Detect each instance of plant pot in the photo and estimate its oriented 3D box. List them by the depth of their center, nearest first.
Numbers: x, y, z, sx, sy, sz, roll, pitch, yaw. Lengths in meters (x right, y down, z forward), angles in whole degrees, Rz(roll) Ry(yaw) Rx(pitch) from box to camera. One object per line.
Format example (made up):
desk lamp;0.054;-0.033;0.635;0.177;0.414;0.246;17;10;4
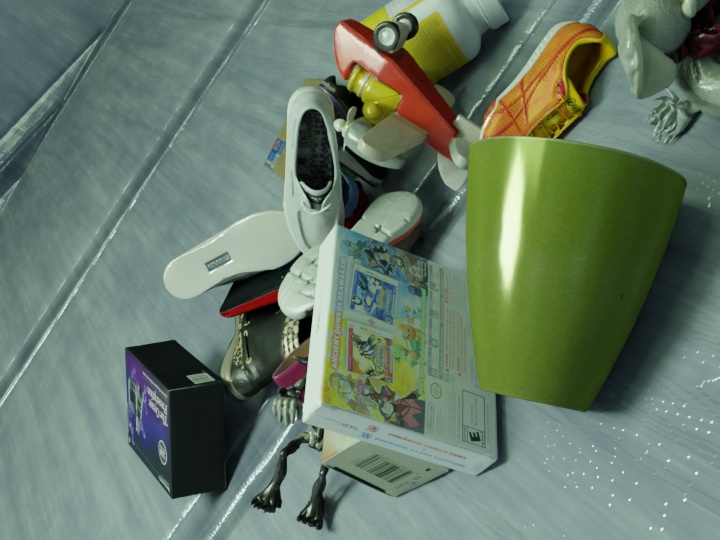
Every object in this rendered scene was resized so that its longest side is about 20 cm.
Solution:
plant pot;0.165;0.011;0.910;0.186;0.185;0.203;4;82;58

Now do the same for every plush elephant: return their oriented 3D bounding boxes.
plush elephant;0.285;-0.207;0.906;0.199;0.154;0.166;-36;37;34

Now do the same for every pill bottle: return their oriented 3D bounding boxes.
pill bottle;0.077;-0.286;1.318;0.198;0.112;0.113;-30;38;14

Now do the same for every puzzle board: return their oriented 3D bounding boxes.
puzzle board;-0.087;-0.209;1.587;0.152;0.017;0.200;-64;18;4

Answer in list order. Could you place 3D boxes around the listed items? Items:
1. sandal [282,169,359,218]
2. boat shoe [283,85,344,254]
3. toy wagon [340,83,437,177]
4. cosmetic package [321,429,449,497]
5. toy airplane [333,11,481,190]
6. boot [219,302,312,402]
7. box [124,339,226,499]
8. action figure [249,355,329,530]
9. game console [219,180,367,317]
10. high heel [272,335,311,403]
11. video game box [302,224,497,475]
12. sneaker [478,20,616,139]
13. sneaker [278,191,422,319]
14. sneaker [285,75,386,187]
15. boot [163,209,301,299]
sandal;-0.044;-0.101;1.329;0.200;0.086;0.081;-84;12;-75
boat shoe;-0.048;-0.097;1.188;0.069;0.071;0.203;-97;10;-64
toy wagon;0.024;-0.217;1.433;0.199;0.039;0.157;-27;44;44
cosmetic package;0.028;0.107;1.081;0.087;0.103;0.202;-34;37;39
toy airplane;0.049;-0.167;1.200;0.141;0.199;0.201;-36;50;30
boot;-0.094;0.058;1.343;0.150;0.073;0.202;-23;40;41
box;-0.241;0.187;1.392;0.199;0.078;0.144;23;117;60
action figure;-0.038;0.164;1.124;0.102;0.117;0.203;123;168;-87
game console;-0.082;-0.030;1.356;0.175;0.031;0.201;-18;30;27
high heel;-0.037;0.057;1.229;0.067;0.095;0.203;-9;57;53
video game box;0.041;0.073;1.009;0.047;0.180;0.202;-46;30;45
sneaker;0.186;-0.166;1.113;0.202;0.072;0.077;-59;39;7
sneaker;0.000;0.000;1.202;0.199;0.082;0.077;-37;47;-13
sneaker;-0.003;-0.167;1.299;0.076;0.200;0.088;40;97;27
boot;-0.146;-0.029;1.337;0.197;0.074;0.090;-19;9;15
